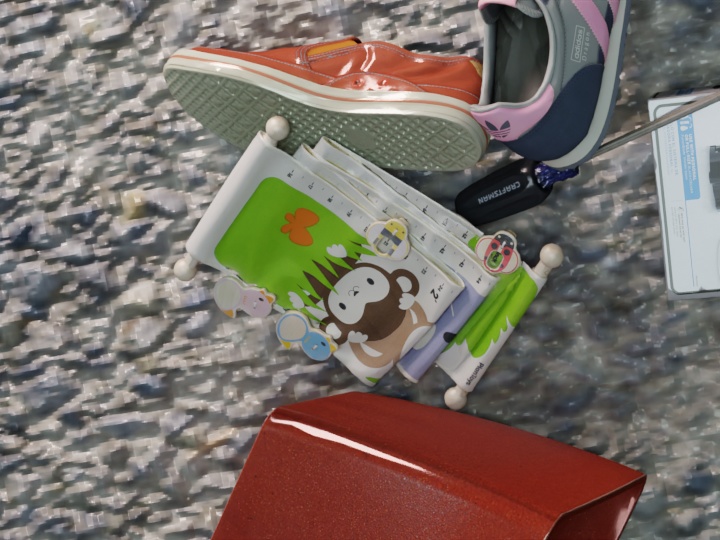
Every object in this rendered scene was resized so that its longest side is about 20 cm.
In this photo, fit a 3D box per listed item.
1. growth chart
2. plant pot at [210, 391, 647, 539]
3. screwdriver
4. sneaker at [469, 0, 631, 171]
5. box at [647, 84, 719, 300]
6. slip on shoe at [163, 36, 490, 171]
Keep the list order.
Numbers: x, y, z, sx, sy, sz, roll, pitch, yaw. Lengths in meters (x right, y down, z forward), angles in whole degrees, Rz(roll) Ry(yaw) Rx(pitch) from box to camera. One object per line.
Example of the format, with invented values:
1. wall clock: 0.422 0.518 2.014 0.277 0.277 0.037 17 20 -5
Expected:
1. growth chart: 0.000 0.000 1.309 0.200 0.018 0.145 27 120 2
2. plant pot: 0.019 0.170 1.263 0.176 0.200 0.200 28 101 17
3. screwdriver: 0.130 -0.062 1.248 0.200 0.028 0.029 -19 56 42
4. sneaker: 0.102 -0.160 1.232 0.070 0.082 0.201 -5 76 42
5. box: 0.263 -0.051 1.248 0.199 0.060 0.117 -4 96 11
6. slip on shoe: -0.017 -0.101 1.301 0.199 0.074 0.061 7 54 19
